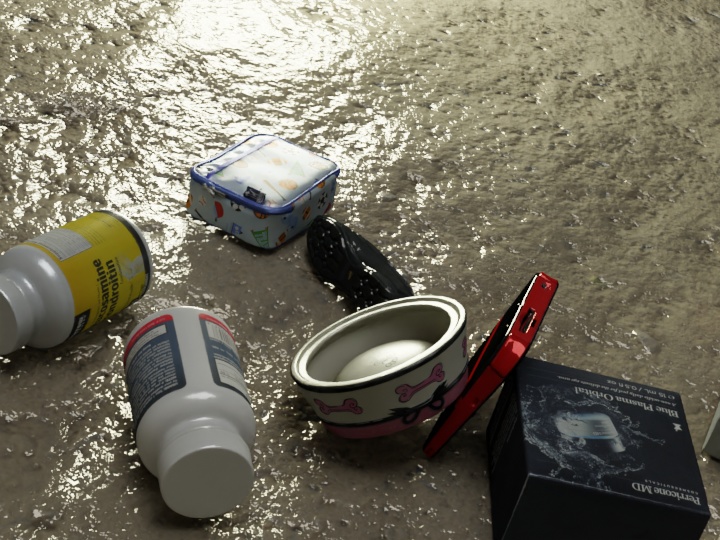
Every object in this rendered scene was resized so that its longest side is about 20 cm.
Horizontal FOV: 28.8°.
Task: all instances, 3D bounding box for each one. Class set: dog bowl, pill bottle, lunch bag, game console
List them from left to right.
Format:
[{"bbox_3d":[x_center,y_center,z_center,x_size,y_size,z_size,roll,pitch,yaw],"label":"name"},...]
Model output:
[{"bbox_3d":[-0.323,0.015,1.499,0.111,0.113,0.199,30,34,21],"label":"pill bottle"},{"bbox_3d":[-0.166,0.140,1.375,0.118,0.121,0.201,4,34,-19],"label":"pill bottle"},{"bbox_3d":[-0.130,-0.109,1.820,0.159,0.076,0.200,27,32,20],"label":"lunch bag"},{"bbox_3d":[0.028,0.105,1.490,0.197,0.075,0.201,-17,19,6],"label":"dog bowl"},{"bbox_3d":[0.145,0.100,1.535,0.031,0.178,0.200,34,33,2],"label":"game console"}]

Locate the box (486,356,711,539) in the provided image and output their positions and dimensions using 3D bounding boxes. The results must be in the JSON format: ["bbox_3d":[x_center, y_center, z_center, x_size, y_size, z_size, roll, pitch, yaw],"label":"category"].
[{"bbox_3d":[0.242,0.210,1.465,0.194,0.119,0.201,13,33,-7],"label":"box"}]

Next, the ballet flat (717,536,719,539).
[{"bbox_3d":[0.470,0.303,1.485,0.197,0.057,0.067,12,31,-8],"label":"ballet flat"}]

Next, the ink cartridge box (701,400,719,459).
[{"bbox_3d":[0.528,0.167,1.638,0.198,0.146,0.145,25,32,12],"label":"ink cartridge box"}]

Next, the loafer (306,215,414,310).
[{"bbox_3d":[0.000,0.000,1.728,0.070,0.069,0.201,13,24,-44],"label":"loafer"}]
